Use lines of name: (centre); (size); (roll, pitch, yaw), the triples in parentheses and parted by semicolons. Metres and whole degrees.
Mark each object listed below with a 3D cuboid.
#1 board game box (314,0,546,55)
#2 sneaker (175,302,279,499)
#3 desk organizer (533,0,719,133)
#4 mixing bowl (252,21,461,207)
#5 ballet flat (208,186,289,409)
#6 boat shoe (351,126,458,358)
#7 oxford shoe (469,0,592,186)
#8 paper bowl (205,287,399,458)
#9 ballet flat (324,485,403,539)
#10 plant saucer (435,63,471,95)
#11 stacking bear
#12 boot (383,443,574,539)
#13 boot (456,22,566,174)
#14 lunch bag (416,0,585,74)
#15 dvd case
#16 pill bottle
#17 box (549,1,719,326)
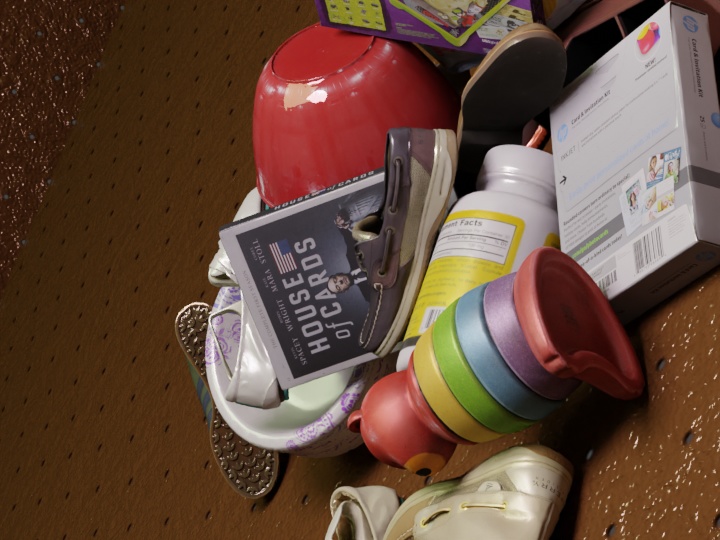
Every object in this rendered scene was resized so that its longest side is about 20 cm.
board game box: (0.051, -0.232, 1.628); (0.120, 0.199, 0.032); (71, -142, -54)
sneaker: (-0.127, 0.126, 1.997); (0.067, 0.201, 0.090); (-21, -1, 2)
desk organizer: (0.206, -0.171, 1.595); (0.077, 0.072, 0.200); (-60, 17, -24)
mixing bowl: (-0.016, -0.147, 1.730); (0.199, 0.109, 0.200); (-16, 35, 12)
ballet flat: (-0.102, 0.024, 1.754); (0.069, 0.069, 0.201); (-30, 62, 57)
boat shoe: (0.025, -0.025, 1.608); (0.072, 0.065, 0.201); (-92, 17, -63)
oxford shoe: (0.141, -0.166, 1.769); (0.200, 0.072, 0.071); (-61, 20, 8)
paper bowl: (-0.035, 0.069, 1.806); (0.200, 0.104, 0.201); (-12, 71, 38)
ballet flat: (0.001, 0.245, 1.615); (0.070, 0.069, 0.200); (-53, 22, 27)
plant saucer: (0.043, -0.121, 1.908); (0.200, 0.034, 0.200); (-47, -8, -9)
stacking bear: (0.083, 0.079, 1.441); (0.200, 0.121, 0.114); (-35, 55, 28)
boot: (0.071, 0.228, 1.446); (0.200, 0.073, 0.156); (-36, 29, 42)
boot: (0.111, -0.152, 1.577); (0.200, 0.073, 0.076); (115, 158, -65)
lunch bag: (0.091, -0.271, 1.685); (0.200, 0.169, 0.127); (-13, 45, 62)
dvd case: (0.000, 0.000, 1.676); (0.199, 0.151, 0.025); (-20, 13, 8)
pill bottle: (0.108, 0.007, 1.578); (0.111, 0.111, 0.201); (-22, 45, 62)
box: (0.203, -0.073, 1.476); (0.156, 0.041, 0.201); (-40, 45, 49)
